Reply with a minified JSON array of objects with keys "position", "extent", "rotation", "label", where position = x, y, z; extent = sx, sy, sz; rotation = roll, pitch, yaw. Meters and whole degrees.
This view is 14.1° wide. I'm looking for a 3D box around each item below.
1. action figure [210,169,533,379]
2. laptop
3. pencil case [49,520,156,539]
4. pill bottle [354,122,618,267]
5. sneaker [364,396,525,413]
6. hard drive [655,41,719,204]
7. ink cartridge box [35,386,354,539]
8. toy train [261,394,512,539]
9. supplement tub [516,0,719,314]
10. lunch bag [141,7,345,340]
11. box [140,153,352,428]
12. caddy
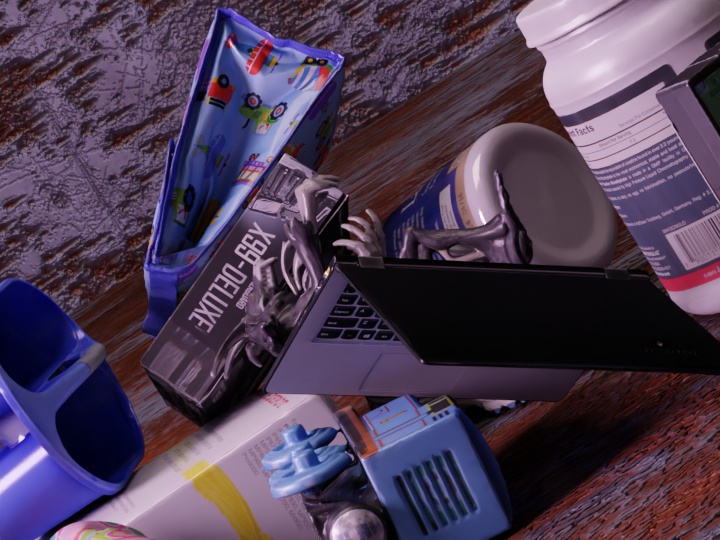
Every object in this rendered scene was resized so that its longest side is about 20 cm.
[{"position":[0.000,0.000,1.718],"extent":[0.199,0.103,0.119],"rotation":[-18,-14,8],"label":"action figure"},{"position":[0.072,0.057,1.545],"extent":[0.186,0.116,0.200],"rotation":[3,-35,-22],"label":"laptop"},{"position":[-0.120,0.186,1.572],"extent":[0.087,0.088,0.200],"rotation":[-35,16,-16],"label":"pencil case"},{"position":[0.064,0.000,1.875],"extent":[0.200,0.116,0.116],"rotation":[-40,1,44],"label":"pill bottle"},{"position":[0.069,0.041,1.767],"extent":[0.199,0.085,0.077],"rotation":[-27,10,34],"label":"sneaker"},{"position":[0.266,-0.091,1.580],"extent":[0.200,0.140,0.038],"rotation":[-38,9,-29],"label":"hard drive"},{"position":[-0.092,0.150,1.748],"extent":[0.200,0.084,0.145],"rotation":[-35,7,-6],"label":"ink cartridge box"},{"position":[0.014,0.115,1.560],"extent":[0.114,0.087,0.200],"rotation":[-24,5,-2],"label":"toy train"},{"position":[0.191,-0.090,1.643],"extent":[0.140,0.201,0.140],"rotation":[-32,8,5],"label":"supplement tub"},{"position":[-0.090,-0.042,1.892],"extent":[0.151,0.094,0.201],"rotation":[102,-170,-70],"label":"lunch bag"},{"position":[-0.069,0.021,1.850],"extent":[0.158,0.050,0.200],"rotation":[-56,-6,-8],"label":"box"},{"position":[-0.198,0.081,1.783],"extent":[0.105,0.142,0.200],"rotation":[-37,6,11],"label":"caddy"}]
